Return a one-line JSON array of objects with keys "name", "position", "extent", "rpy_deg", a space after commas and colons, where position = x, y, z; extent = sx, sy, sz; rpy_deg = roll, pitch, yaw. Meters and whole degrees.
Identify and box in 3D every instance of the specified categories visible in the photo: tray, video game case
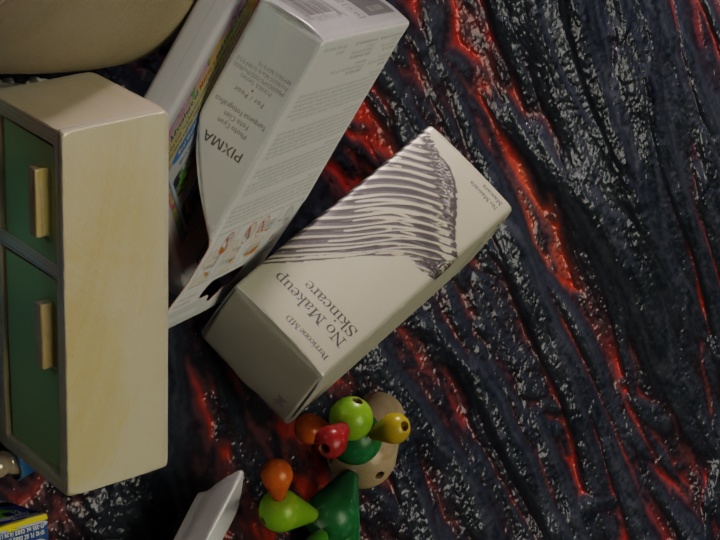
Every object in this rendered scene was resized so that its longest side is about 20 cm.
[{"name": "tray", "position": [-0.123, 0.212, 1.286], "extent": [0.201, 0.022, 0.107], "rpy_deg": [-63, 177, -19]}, {"name": "video game case", "position": [-0.073, -0.106, 1.248], "extent": [0.182, 0.024, 0.201], "rpy_deg": [81, 33, -65]}]

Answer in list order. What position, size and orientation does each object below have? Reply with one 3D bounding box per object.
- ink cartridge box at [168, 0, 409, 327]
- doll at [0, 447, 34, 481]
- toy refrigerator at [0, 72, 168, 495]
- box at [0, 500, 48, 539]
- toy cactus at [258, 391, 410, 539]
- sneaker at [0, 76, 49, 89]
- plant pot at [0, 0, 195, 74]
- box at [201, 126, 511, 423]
[{"name": "ink cartridge box", "position": [-0.059, -0.067, 1.254], "extent": [0.200, 0.047, 0.160], "rpy_deg": [-57, 171, 18]}, {"name": "doll", "position": [-0.178, 0.051, 1.207], "extent": [0.137, 0.048, 0.200], "rpy_deg": [-55, 136, -1]}, {"name": "toy refrigerator", "position": [-0.147, 0.008, 1.127], "extent": [0.070, 0.076, 0.201], "rpy_deg": [-15, 119, -35]}, {"name": "box", "position": [-0.258, 0.174, 1.137], "extent": [0.200, 0.064, 0.070], "rpy_deg": [-11, 104, -45]}, {"name": "toy cactus", "position": [-0.002, 0.138, 1.372], "extent": [0.165, 0.102, 0.201], "rpy_deg": [-62, 156, -49]}, {"name": "sneaker", "position": [-0.193, -0.073, 1.169], "extent": [0.200, 0.075, 0.081], "rpy_deg": [36, 57, -46]}, {"name": "plant pot", "position": [-0.169, -0.173, 1.109], "extent": [0.200, 0.187, 0.188], "rpy_deg": [23, 79, -62]}, {"name": "box", "position": [0.000, 0.000, 1.354], "extent": [0.082, 0.068, 0.200], "rpy_deg": [44, 52, 5]}]
